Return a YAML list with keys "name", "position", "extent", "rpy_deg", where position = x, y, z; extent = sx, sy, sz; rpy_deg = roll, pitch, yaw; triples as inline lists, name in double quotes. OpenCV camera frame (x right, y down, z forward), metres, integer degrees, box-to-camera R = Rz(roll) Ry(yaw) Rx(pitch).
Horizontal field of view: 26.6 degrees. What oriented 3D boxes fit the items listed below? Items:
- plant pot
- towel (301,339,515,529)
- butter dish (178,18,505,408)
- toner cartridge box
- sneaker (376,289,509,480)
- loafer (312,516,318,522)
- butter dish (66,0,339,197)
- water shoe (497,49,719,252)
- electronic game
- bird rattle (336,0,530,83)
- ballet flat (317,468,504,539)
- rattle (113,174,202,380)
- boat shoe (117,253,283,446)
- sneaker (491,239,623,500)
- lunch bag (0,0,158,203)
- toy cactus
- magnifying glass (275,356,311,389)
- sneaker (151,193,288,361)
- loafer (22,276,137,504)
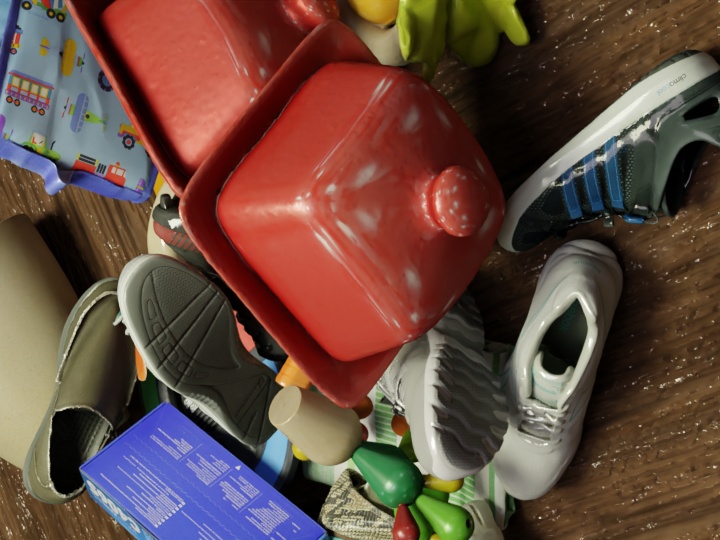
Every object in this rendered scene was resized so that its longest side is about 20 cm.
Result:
- name: "plant pot"
  position: [-0.305, 0.085, 1.356]
  extent: [0.200, 0.187, 0.187]
  rpy_deg: [50, 128, -1]
- name: "towel"
  position: [0.032, 0.112, 1.185]
  extent: [0.200, 0.023, 0.153]
  rpy_deg: [9, 108, 36]
- name: "butter dish"
  position: [0.020, -0.041, 0.973]
  extent: [0.148, 0.200, 0.199]
  rpy_deg: [-4, 133, 50]
- name: "toner cartridge box"
  position: [-0.124, 0.193, 1.211]
  extent: [0.200, 0.095, 0.043]
  rpy_deg: [34, 150, 34]
- name: "sneaker"
  position: [0.049, 0.082, 1.069]
  extent: [0.075, 0.200, 0.082]
  rpy_deg: [39, 115, -23]
- name: "loafer"
  position: [0.007, 0.245, 1.207]
  extent: [0.200, 0.071, 0.073]
  rpy_deg: [5, 105, 36]
- name: "butter dish"
  position: [-0.076, -0.150, 1.089]
  extent: [0.148, 0.199, 0.200]
  rpy_deg: [-40, 68, 26]
- name: "water shoe"
  position: [0.169, -0.057, 1.002]
  extent: [0.079, 0.071, 0.200]
  rpy_deg: [54, 128, 11]
- name: "electronic game"
  position: [-0.121, 0.106, 1.278]
  extent: [0.200, 0.042, 0.200]
  rpy_deg: [14, 111, 42]
- name: "bird rattle"
  position: [0.021, -0.219, 1.059]
  extent: [0.163, 0.113, 0.200]
  rpy_deg: [-31, 79, 56]
- name: "ballet flat"
  position: [0.054, 0.195, 1.144]
  extent: [0.200, 0.068, 0.075]
  rpy_deg: [18, 89, 36]
- name: "rattle"
  position: [-0.166, -0.012, 1.190]
  extent: [0.143, 0.200, 0.130]
  rpy_deg: [21, 153, 23]
- name: "boat shoe"
  position: [-0.121, 0.055, 1.104]
  extent: [0.065, 0.202, 0.074]
  rpy_deg: [24, 71, 40]
- name: "sneaker"
  position: [0.127, 0.079, 1.057]
  extent: [0.070, 0.080, 0.200]
  rpy_deg: [16, 116, 9]
- name: "lunch bag"
  position: [-0.222, -0.149, 1.176]
  extent: [0.094, 0.150, 0.200]
  rpy_deg: [-28, 53, 40]
- name: "toy cactus"
  position: [-0.004, 0.136, 1.082]
  extent: [0.102, 0.165, 0.200]
  rpy_deg: [-49, 35, 7]
- name: "magnifying glass"
  position: [0.000, 0.000, 1.105]
  extent: [0.200, 0.080, 0.022]
  rpy_deg: [-58, 27, -1]
- name: "sneaker"
  position: [-0.074, 0.013, 1.130]
  extent: [0.098, 0.200, 0.071]
  rpy_deg: [-60, 26, 9]
- name: "loafer"
  position: [-0.220, 0.104, 1.271]
  extent: [0.070, 0.075, 0.200]
  rpy_deg: [14, 87, 66]
